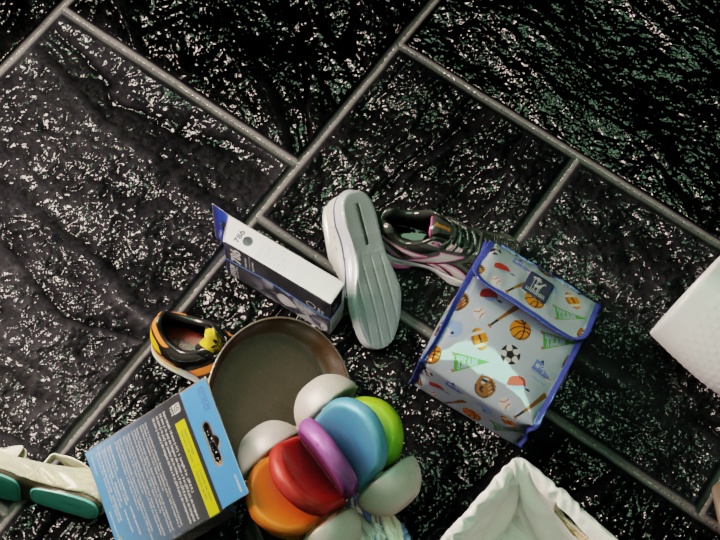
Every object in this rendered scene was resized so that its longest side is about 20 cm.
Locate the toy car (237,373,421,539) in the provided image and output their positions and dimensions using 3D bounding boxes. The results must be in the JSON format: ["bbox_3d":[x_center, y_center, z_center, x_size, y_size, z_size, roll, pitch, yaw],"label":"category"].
[{"bbox_3d":[-0.041,0.215,1.578,0.200,0.150,0.175,-39,73,-2],"label":"toy car"}]

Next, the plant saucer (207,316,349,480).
[{"bbox_3d":[-0.100,0.157,1.694,0.199,0.032,0.202,4,82,-32],"label":"plant saucer"}]

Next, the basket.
[{"bbox_3d":[0.179,0.356,1.587,0.198,0.161,0.200,40,70,15],"label":"basket"}]

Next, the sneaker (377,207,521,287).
[{"bbox_3d":[0.106,-0.034,1.806,0.198,0.087,0.081,5,65,0],"label":"sneaker"}]

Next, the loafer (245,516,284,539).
[{"bbox_3d":[-0.067,0.357,1.630,0.072,0.063,0.200,-35,71,-17],"label":"loafer"}]

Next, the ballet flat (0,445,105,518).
[{"bbox_3d":[-0.387,0.240,1.679,0.198,0.068,0.063,16,49,-3],"label":"ballet flat"}]

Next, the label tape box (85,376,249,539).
[{"bbox_3d":[-0.205,0.228,1.620,0.199,0.063,0.145,-32,71,25],"label":"label tape box"}]

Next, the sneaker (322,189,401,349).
[{"bbox_3d":[0.000,0.000,1.795,0.072,0.071,0.202,-8,88,-28],"label":"sneaker"}]

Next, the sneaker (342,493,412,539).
[{"bbox_3d":[-0.001,0.283,1.662,0.085,0.077,0.201,-22,67,-8],"label":"sneaker"}]

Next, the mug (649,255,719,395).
[{"bbox_3d":[0.478,0.073,1.754,0.175,0.148,0.200,44,40,8],"label":"mug"}]

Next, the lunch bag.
[{"bbox_3d":[0.180,0.080,1.732,0.169,0.124,0.201,31,69,4],"label":"lunch bag"}]

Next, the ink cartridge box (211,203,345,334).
[{"bbox_3d":[-0.111,-0.001,1.776,0.199,0.100,0.039,31,69,13],"label":"ink cartridge box"}]

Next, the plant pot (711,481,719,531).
[{"bbox_3d":[0.499,0.289,1.632,0.173,0.200,0.202,-13,65,11],"label":"plant pot"}]

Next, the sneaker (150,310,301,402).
[{"bbox_3d":[-0.166,0.108,1.727,0.199,0.090,0.070,22,66,7],"label":"sneaker"}]
